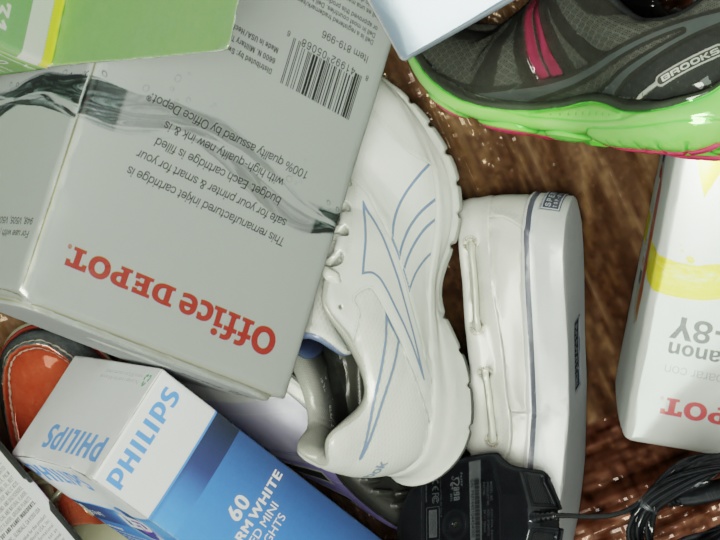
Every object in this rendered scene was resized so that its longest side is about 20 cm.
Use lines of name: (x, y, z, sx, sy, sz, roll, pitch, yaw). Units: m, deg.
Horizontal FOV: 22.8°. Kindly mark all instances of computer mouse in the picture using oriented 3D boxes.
computer mouse: (0.098, 0.110, 0.801, 0.199, 0.034, 0.059, -11, 70, 40)

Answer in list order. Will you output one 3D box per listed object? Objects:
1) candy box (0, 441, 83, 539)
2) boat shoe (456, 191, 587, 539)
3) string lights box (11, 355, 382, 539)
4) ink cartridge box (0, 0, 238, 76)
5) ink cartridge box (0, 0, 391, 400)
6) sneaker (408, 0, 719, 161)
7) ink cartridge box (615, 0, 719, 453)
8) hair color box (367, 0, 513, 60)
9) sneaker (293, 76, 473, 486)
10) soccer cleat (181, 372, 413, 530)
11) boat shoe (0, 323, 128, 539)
candy box: (-0.235, 0.081, 0.826, 0.136, 0.061, 0.200, -14, 117, 50)
boat shoe: (0.072, 0.061, 0.864, 0.065, 0.072, 0.201, 3, 108, 17)
string lights box: (-0.055, 0.122, 0.826, 0.200, 0.103, 0.059, 41, 71, -25)
ink cartridge box: (-0.122, -0.152, 0.708, 0.199, 0.048, 0.147, 0, 75, 44)
ink cartridge box: (-0.080, -0.060, 0.772, 0.146, 0.083, 0.201, 26, 76, -38)
sneaker: (0.100, -0.097, 0.781, 0.199, 0.076, 0.084, 14, 97, 47)
ink cartridge box: (0.206, -0.013, 0.820, 0.144, 0.083, 0.201, 10, 105, 4)
hair color box: (0.027, -0.156, 0.744, 0.060, 0.200, 0.099, -28, 100, 12)
sneaker: (0.000, 0.000, 0.823, 0.074, 0.087, 0.201, -17, 78, 40)
soccer cleat: (-0.036, 0.066, 0.888, 0.200, 0.068, 0.073, 39, 140, -13)
boat shoe: (-0.130, 0.122, 0.875, 0.071, 0.063, 0.201, -18, 97, 12)
